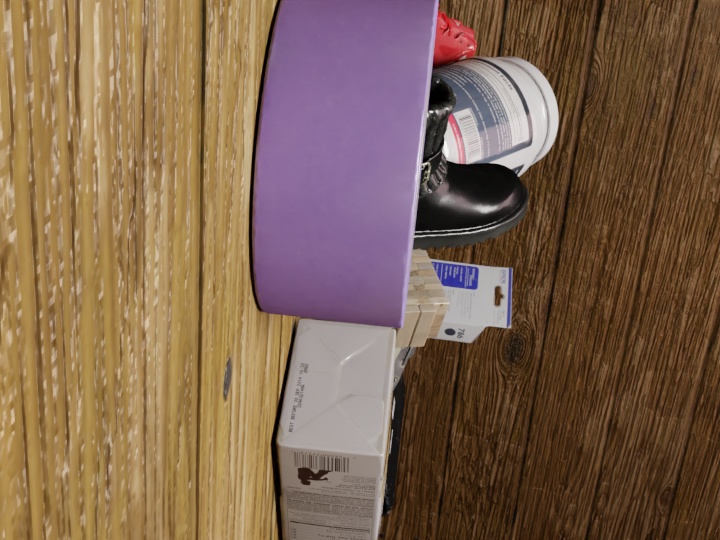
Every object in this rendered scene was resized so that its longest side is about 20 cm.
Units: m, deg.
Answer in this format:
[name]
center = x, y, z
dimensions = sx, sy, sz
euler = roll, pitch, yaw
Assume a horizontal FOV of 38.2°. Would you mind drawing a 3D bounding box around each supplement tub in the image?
[supplement tub]
center = 0.097, -0.143, 1.079
dimensions = 0.200, 0.140, 0.141
euler = -24, 130, -40

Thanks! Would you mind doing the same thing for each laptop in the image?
[laptop]
center = -0.004, 0.196, 1.241
dimensions = 0.178, 0.103, 0.200
euler = -81, 168, -45

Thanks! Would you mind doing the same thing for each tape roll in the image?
[tape roll]
center = -0.005, -0.069, 0.615
dimensions = 0.200, 0.085, 0.201
euler = 6, 90, -88

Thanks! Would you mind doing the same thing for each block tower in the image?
[block tower]
center = 0.035, -0.010, 1.094
dimensions = 0.200, 0.054, 0.058
euler = -109, -153, -42

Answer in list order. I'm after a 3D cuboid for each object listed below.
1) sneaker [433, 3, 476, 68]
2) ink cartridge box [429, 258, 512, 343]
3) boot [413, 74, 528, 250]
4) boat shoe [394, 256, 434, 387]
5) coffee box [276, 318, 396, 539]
[sneaker]
center = 0.068, -0.273, 1.087
dimensions = 0.078, 0.115, 0.200
euler = 63, -23, 27
[ink cartridge box]
center = 0.076, 0.031, 1.215
dimensions = 0.039, 0.199, 0.100
euler = 92, 6, -46
[boot]
center = 0.066, -0.100, 0.903
dimensions = 0.079, 0.211, 0.158
euler = 51, -35, 43
[boat shoe]
center = 0.029, 0.075, 1.144
dimensions = 0.066, 0.072, 0.201
euler = 37, 76, -41
[coffee box]
center = -0.018, 0.145, 0.828
dimensions = 0.200, 0.080, 0.113
euler = 92, 4, -51
